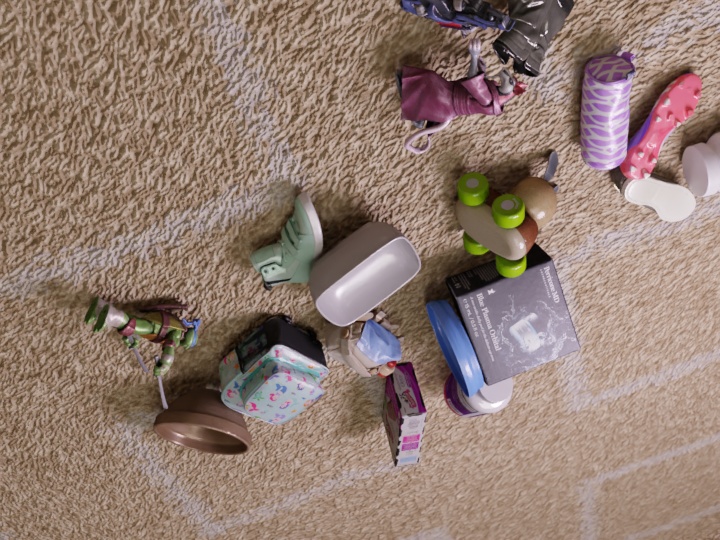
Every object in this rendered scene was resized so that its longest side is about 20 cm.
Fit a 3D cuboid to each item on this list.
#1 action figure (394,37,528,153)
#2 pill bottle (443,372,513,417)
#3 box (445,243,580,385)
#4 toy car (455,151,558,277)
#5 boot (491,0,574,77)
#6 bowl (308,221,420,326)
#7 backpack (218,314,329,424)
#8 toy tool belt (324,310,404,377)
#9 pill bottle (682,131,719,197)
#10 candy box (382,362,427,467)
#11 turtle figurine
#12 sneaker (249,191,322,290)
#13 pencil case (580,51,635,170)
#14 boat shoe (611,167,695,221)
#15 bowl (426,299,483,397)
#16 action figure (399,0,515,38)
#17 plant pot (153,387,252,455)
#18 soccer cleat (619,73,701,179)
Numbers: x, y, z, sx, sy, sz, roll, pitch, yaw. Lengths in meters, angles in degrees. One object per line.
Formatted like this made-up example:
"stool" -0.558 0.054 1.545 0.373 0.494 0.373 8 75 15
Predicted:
"action figure" 0.147 -0.252 1.183 0.198 0.151 0.133 6 -178 28
"pill bottle" 0.255 0.253 1.725 0.111 0.114 0.200 -5 167 -14
"box" 0.294 0.084 1.560 0.198 0.118 0.199 -22 106 2
"toy car" 0.282 -0.122 1.425 0.200 0.157 0.165 -40 145 -18
"boot" 0.222 -0.367 1.128 0.199 0.067 0.132 32 85 -41
"bowl" 0.000 0.000 1.422 0.199 0.075 0.200 -38 156 1
"backpack" -0.176 0.209 1.575 0.199 0.152 0.177 -35 136 24
"toy tool belt" 0.030 0.144 1.590 0.122 0.126 0.199 -33 136 28
"pill bottle" 0.699 -0.204 1.461 0.197 0.117 0.117 -16 137 -2
"candy box" 0.094 0.321 1.779 0.060 0.137 0.202 -7 136 -9
"turtle figurine" -0.395 0.137 1.424 0.193 0.145 0.200 30 116 -34
"sneaker" -0.130 -0.042 1.375 0.117 0.074 0.202 -12 140 -16
"pencil case" 0.410 -0.263 1.336 0.085 0.084 0.201 -37 143 -22
"boat shoe" 0.552 -0.147 1.512 0.200 0.060 0.073 15 117 -32
"bowl" 0.188 0.150 1.589 0.039 0.202 0.202 -23 137 -2
"action figure" 0.137 -0.391 1.066 0.105 0.199 0.194 -49 144 -15
"plant pot" -0.310 0.299 1.628 0.198 0.094 0.202 9 152 5
"soccer cleat" 0.515 -0.252 1.398 0.066 0.077 0.202 22 108 -14
